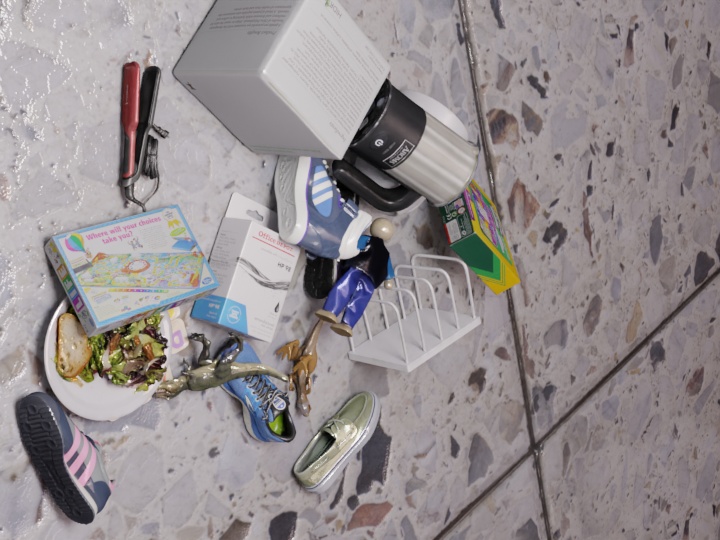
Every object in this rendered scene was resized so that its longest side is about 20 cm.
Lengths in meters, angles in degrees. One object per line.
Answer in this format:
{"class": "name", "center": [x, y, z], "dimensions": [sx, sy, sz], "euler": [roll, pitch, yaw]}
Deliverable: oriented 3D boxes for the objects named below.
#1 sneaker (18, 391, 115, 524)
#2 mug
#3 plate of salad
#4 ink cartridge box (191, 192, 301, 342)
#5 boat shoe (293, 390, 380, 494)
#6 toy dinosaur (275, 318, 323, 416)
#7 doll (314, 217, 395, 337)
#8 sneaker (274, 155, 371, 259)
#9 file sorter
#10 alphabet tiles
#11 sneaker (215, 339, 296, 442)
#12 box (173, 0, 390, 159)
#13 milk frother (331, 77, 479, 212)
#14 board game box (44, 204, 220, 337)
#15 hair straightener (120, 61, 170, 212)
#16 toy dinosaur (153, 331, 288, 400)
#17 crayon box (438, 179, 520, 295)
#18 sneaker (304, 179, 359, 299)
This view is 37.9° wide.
{"class": "sneaker", "center": [-0.387, 0.235, 1.394], "dimensions": [0.082, 0.070, 0.200], "euler": [-52, 133, -55]}
{"class": "mug", "center": [0.078, -0.173, 1.754], "dimensions": [0.176, 0.147, 0.200], "euler": [-57, 152, -14]}
{"class": "plate of salad", "center": [-0.329, 0.104, 1.410], "dimensions": [0.200, 0.048, 0.201], "euler": [-6, 99, -46]}
{"class": "ink cartridge box", "center": [-0.163, -0.005, 1.573], "dimensions": [0.116, 0.067, 0.201], "euler": [26, 78, -46]}
{"class": "boat shoe", "center": [-0.036, 0.280, 1.757], "dimensions": [0.200, 0.072, 0.062], "euler": [-56, 134, -20]}
{"class": "toy dinosaur", "center": [-0.087, 0.134, 1.701], "dimensions": [0.106, 0.060, 0.201], "euler": [14, 92, -71]}
{"class": "doll", "center": [0.000, 0.000, 1.671], "dimensions": [0.136, 0.048, 0.200], "euler": [43, 66, -35]}
{"class": "sneaker", "center": [-0.051, -0.110, 1.613], "dimensions": [0.146, 0.081, 0.201], "euler": [17, 57, -31]}
{"class": "file sorter", "center": [0.084, 0.067, 1.798], "dimensions": [0.200, 0.139, 0.125], "euler": [-30, 116, -40]}
{"class": "alphabet tiles", "center": [-0.328, 0.102, 1.457], "dimensions": [0.200, 0.015, 0.196], "euler": [-30, 118, -40]}
{"class": "sneaker", "center": [-0.150, 0.185, 1.606], "dimensions": [0.079, 0.089, 0.200], "euler": [-46, 125, -31]}
{"class": "box", "center": [-0.108, -0.283, 1.483], "dimensions": [0.200, 0.199, 0.172], "euler": [45, 66, -41]}
{"class": "milk frother", "center": [0.056, -0.213, 1.603], "dimensions": [0.188, 0.180, 0.200], "euler": [31, 50, -30]}
{"class": "board game box", "center": [-0.301, -0.004, 1.402], "dimensions": [0.200, 0.034, 0.135], "euler": [-20, 77, -43]}
{"class": "hair straightener", "center": [-0.286, -0.179, 1.427], "dimensions": [0.077, 0.041, 0.201], "euler": [-2, 93, -47]}
{"class": "toy dinosaur", "center": [-0.206, 0.134, 1.526], "dimensions": [0.199, 0.047, 0.088], "euler": [-7, 105, -17]}
{"class": "crayon box", "center": [0.201, -0.081, 1.873], "dimensions": [0.173, 0.058, 0.200], "euler": [44, 26, -42]}
{"class": "sneaker", "center": [-0.032, -0.052, 1.711], "dimensions": [0.087, 0.076, 0.201], "euler": [4, 103, -53]}
